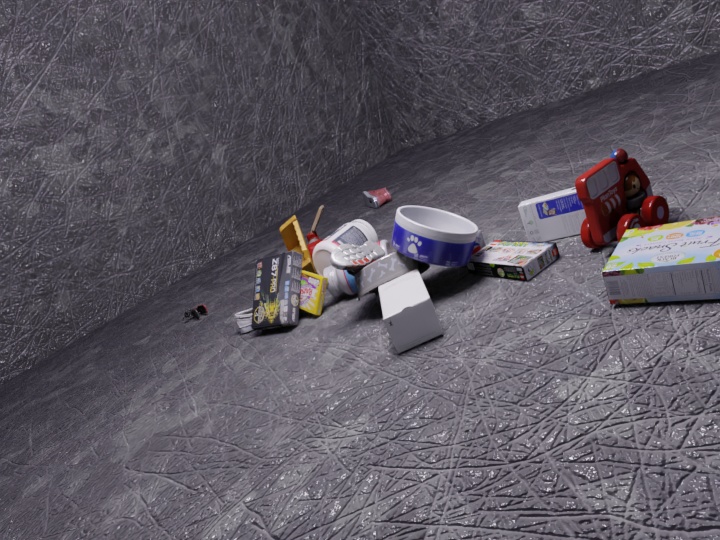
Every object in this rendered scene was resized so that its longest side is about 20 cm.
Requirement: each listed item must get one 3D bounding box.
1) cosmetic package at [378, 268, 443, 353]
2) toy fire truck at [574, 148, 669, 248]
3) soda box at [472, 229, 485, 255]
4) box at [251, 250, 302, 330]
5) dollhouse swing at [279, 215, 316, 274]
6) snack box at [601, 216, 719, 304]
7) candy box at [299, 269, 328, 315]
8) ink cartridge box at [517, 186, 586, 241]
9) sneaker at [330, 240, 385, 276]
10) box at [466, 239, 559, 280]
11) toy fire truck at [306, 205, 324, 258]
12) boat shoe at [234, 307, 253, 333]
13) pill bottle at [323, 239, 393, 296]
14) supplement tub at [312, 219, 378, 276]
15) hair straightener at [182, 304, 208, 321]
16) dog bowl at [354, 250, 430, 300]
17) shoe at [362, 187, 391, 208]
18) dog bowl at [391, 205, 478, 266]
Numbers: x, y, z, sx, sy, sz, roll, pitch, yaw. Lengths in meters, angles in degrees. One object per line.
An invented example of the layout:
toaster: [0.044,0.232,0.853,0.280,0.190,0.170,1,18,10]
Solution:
cosmetic package: [0.101,0.080,1.168,0.105,0.087,0.201,-23,17,7]
toy fire truck: [0.516,-0.145,1.104,0.197,0.172,0.111,-31,18,-24]
soda box: [0.253,-0.072,1.460,0.067,0.065,0.199,-27,16,-13]
box: [-0.237,0.060,1.564,0.157,0.208,0.048,-9,-19,37]
dollhouse swing: [-0.235,-0.019,1.708,0.171,0.184,0.204,-21,52,-2]
snack box: [0.516,-0.018,0.891,0.196,0.069,0.168,-9,22,46]
candy box: [-0.171,0.052,1.560,0.026,0.106,0.196,6,6,-45]
ink cartridge box: [0.467,-0.130,1.258,0.195,0.102,0.039,-11,18,38]
sneaker: [-0.010,-0.014,1.358,0.197,0.077,0.083,-11,-42,-52]
box: [0.337,-0.027,1.245,0.108,0.036,0.198,-31,17,-21]
toy fire truck: [-0.141,-0.094,1.861,0.125,0.205,0.176,-23,15,1]
boat shoe: [-0.283,0.121,1.642,0.194,0.067,0.074,-24,15,2]
pill bottle: [0.000,0.000,1.524,0.194,0.112,0.109,-21,16,14]
supplement tub: [-0.045,-0.060,1.723,0.137,0.144,0.199,-8,22,43]
hair straightener: [-0.645,0.160,2.103,0.076,0.042,0.197,-33,18,-29]
dog bowl: [0.072,0.006,1.351,0.195,0.060,0.200,-25,-10,-4]
shoe: [0.076,-0.342,2.576,0.089,0.073,0.200,-25,21,-10]
dog bowl: [0.171,-0.083,1.287,0.192,0.082,0.201,11,20,-4]
